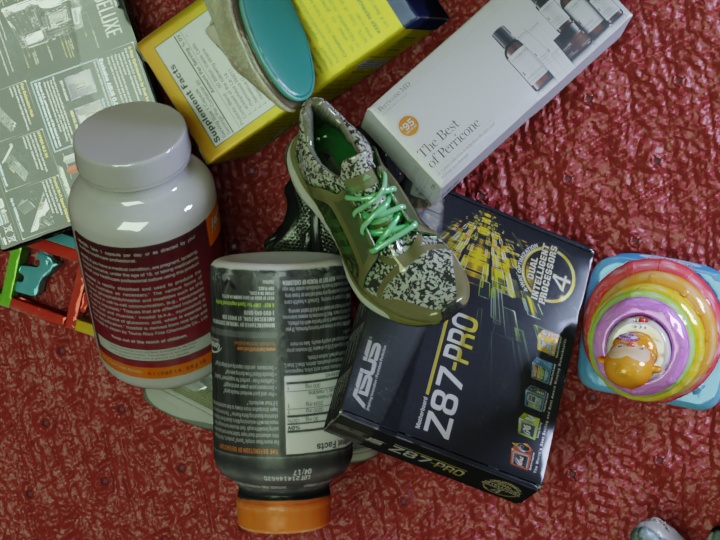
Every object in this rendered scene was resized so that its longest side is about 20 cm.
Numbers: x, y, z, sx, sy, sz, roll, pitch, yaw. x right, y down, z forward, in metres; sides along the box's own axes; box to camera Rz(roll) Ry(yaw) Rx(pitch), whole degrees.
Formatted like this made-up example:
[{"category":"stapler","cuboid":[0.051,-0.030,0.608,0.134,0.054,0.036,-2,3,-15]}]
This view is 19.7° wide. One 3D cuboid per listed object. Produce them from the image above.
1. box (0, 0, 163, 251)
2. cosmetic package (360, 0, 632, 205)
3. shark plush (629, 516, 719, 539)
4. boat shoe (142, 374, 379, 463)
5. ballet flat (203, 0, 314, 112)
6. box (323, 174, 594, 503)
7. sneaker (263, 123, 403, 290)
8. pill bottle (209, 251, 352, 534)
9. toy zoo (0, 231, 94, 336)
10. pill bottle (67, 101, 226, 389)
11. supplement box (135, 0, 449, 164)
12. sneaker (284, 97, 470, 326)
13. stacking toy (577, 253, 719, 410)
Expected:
[{"category":"box","cuboid":[-0.239,-0.135,1.625,0.156,0.050,0.202,-20,92,2]},{"category":"cosmetic package","cuboid":[0.100,-0.147,1.521,0.200,0.051,0.083,-43,83,-13]},{"category":"shark plush","cuboid":[0.233,0.283,1.560,0.090,0.083,0.202,-2,96,15]},{"category":"boat shoe","cuboid":[-0.076,0.101,1.631,0.200,0.074,0.065,19,105,19]},{"category":"ballet flat","cuboid":[-0.093,-0.203,1.501,0.062,0.067,0.202,-23,89,43]},{"category":"box","cuboid":[0.075,0.049,1.518,0.160,0.049,0.202,21,65,-9]},{"category":"sneaker","cuboid":[0.000,0.000,1.599,0.114,0.076,0.201,-26,86,18]},{"category":"pill bottle","cuboid":[-0.058,0.090,1.532,0.105,0.106,0.202,1,96,15]},{"category":"toy zoo","cuboid":[-0.222,-0.017,1.683,0.198,0.020,0.132,17,100,13]},{"category":"pill bottle","cuboid":[-0.158,-0.020,1.560,0.112,0.113,0.201,4,128,15]},{"category":"supplement box","cuboid":[-0.050,-0.181,1.573,0.199,0.109,0.109,-33,87,15]},{"category":"sneaker","cuboid":[0.004,-0.044,1.463,0.077,0.089,0.200,-35,63,-9]},{"category":"stacking toy","cuboid":[0.202,0.053,1.482,0.115,0.200,0.111,10,99,15]}]
